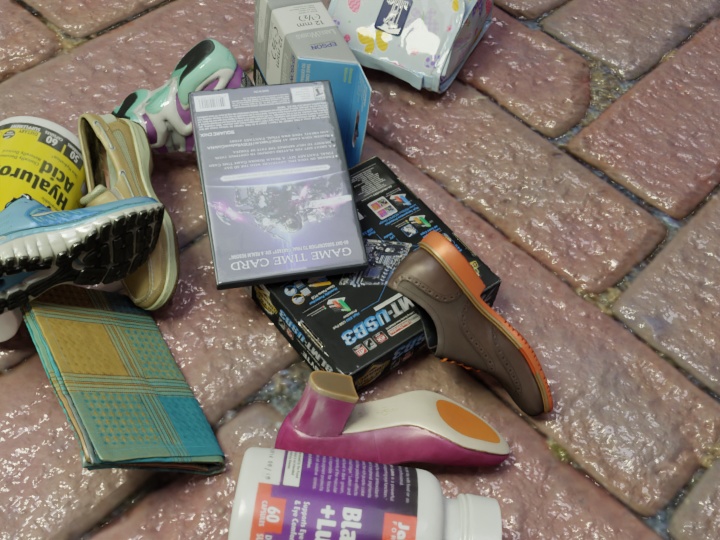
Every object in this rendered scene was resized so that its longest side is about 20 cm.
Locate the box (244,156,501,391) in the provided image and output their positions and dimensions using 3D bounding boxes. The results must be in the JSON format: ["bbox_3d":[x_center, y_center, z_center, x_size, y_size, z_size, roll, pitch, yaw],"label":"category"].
[{"bbox_3d":[0.000,0.000,0.912,0.199,0.050,0.199,-30,62,-27],"label":"box"}]

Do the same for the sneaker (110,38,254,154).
[{"bbox_3d":[-0.176,-0.138,0.988,0.140,0.199,0.078,42,38,-33],"label":"sneaker"}]

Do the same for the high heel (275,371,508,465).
[{"bbox_3d":[0.027,0.155,0.803,0.198,0.097,0.068,15,25,-23],"label":"high heel"}]

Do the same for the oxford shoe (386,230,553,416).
[{"bbox_3d":[0.098,0.063,0.840,0.072,0.071,0.201,-40,102,-8],"label":"oxford shoe"}]

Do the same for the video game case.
[{"bbox_3d":[-0.080,-0.086,0.886,0.141,0.019,0.203,-7,70,-12],"label":"video game case"}]

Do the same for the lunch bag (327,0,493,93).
[{"bbox_3d":[0.063,-0.318,1.153,0.168,0.128,0.201,24,57,15],"label":"lunch bag"}]

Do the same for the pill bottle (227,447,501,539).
[{"bbox_3d":[0.002,0.202,0.711,0.197,0.112,0.112,8,49,-2],"label":"pill bottle"}]

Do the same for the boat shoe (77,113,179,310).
[{"bbox_3d":[-0.229,-0.057,0.876,0.076,0.071,0.202,14,49,-55],"label":"boat shoe"}]

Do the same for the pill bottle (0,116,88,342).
[{"bbox_3d":[-0.323,-0.038,0.863,0.110,0.112,0.202,8,50,-2],"label":"pill bottle"}]

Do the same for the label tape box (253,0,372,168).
[{"bbox_3d":[-0.058,-0.199,1.018,0.065,0.144,0.201,-12,53,-18],"label":"label tape box"}]

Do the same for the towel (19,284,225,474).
[{"bbox_3d":[-0.203,0.088,0.786,0.146,0.022,0.201,18,30,-52],"label":"towel"}]

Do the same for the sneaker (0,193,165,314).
[{"bbox_3d":[-0.253,-0.036,0.777,0.199,0.079,0.090,-18,55,-41],"label":"sneaker"}]
